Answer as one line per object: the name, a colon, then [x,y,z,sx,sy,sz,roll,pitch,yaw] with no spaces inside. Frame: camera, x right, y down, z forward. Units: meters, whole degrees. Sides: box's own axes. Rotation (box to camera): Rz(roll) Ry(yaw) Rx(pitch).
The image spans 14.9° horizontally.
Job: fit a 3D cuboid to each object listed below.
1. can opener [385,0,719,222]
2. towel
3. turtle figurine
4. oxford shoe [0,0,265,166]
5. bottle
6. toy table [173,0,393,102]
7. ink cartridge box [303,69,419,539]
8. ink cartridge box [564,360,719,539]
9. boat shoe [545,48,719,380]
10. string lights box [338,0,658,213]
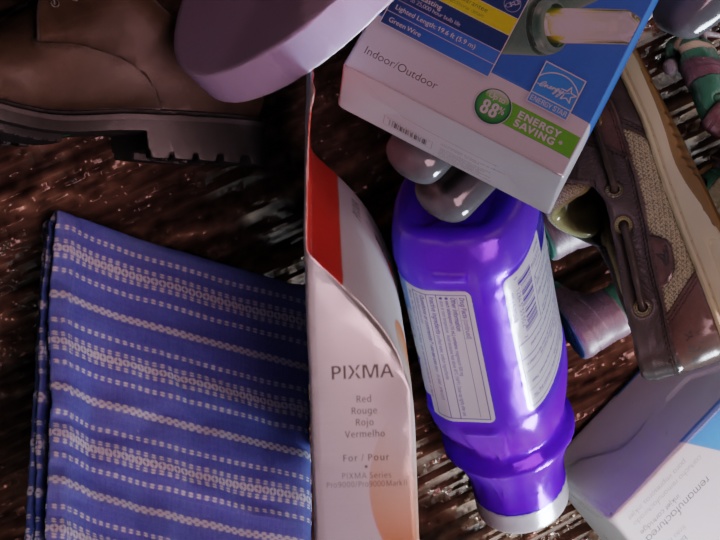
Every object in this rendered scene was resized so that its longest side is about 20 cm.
can opener: [0.100,-0.100,1.188,0.200,0.067,0.053,-47,128,-10]
towel: [-0.078,0.080,1.187,0.144,0.024,0.201,17,59,-33]
turtle figurine: [0.178,-0.039,1.314,0.199,0.101,0.151,-24,107,-8]
oxford shoe: [-0.131,-0.092,1.149,0.199,0.072,0.085,4,91,-33]
bottle: [0.062,0.038,1.280,0.065,0.084,0.201,1,133,16]
toy table: [-0.029,-0.181,1.093,0.117,0.183,0.201,44,69,-34]
ink cartridge box: [0.000,0.000,1.173,0.050,0.162,0.202,1,108,-1]
ink cartridge box: [0.199,0.134,1.402,0.116,0.068,0.200,-45,123,-7]
boat shoe: [0.113,-0.039,1.226,0.066,0.202,0.072,-22,149,-5]
string lights box: [0.081,-0.138,1.148,0.102,0.059,0.201,26,76,4]
